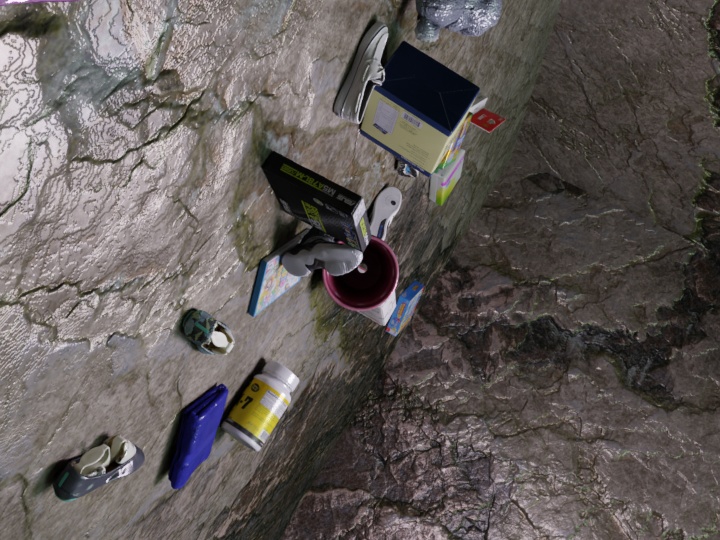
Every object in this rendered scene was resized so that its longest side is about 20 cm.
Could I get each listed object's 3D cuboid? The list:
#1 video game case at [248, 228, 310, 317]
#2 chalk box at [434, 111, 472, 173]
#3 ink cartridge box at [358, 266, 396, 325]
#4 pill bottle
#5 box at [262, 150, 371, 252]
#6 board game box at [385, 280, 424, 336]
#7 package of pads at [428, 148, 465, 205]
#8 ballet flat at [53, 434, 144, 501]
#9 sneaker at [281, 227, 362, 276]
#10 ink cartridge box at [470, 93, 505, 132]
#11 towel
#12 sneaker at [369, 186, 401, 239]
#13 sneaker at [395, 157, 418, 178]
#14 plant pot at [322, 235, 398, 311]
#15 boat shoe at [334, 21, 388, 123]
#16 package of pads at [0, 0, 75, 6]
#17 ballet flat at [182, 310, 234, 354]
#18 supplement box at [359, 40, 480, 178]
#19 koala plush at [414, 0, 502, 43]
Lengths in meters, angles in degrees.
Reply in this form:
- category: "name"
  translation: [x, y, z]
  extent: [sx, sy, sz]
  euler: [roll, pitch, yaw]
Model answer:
- category: "video game case"
  translation: [-0.174, 0.002, 1.538]
  extent: [0.200, 0.018, 0.144]
  euler: [-42, 155, -55]
- category: "chalk box"
  translation: [0.228, -0.384, 2.045]
  extent: [0.124, 0.124, 0.202]
  euler: [-40, 153, -57]
- category: "ink cartridge box"
  translation: [0.029, 0.080, 2.152]
  extent: [0.083, 0.145, 0.200]
  euler: [-57, 166, -15]
- category: "pill bottle"
  translation: [-0.243, 0.330, 1.710]
  extent: [0.201, 0.113, 0.115]
  euler: [-57, 165, -21]
- category: "box"
  translation: [-0.076, -0.123, 1.299]
  extent: [0.048, 0.191, 0.200]
  euler: [-61, 167, -13]
- category: "board game box"
  translation: [0.203, 0.171, 3.138]
  extent: [0.200, 0.055, 0.198]
  euler: [-39, 153, -58]
- category: "package of pads"
  translation: [0.314, -0.353, 2.531]
  extent: [0.155, 0.068, 0.200]
  euler: [-56, 166, -19]
- category: "ballet flat"
  translation: [-0.418, 0.314, 1.146]
  extent: [0.074, 0.073, 0.200]
  euler: [-65, 164, 14]
- category: "sneaker"
  translation: [-0.069, -0.050, 1.456]
  extent: [0.076, 0.198, 0.114]
  euler: [60, 42, -30]
- category: "ink cartridge box"
  translation: [0.364, -0.511, 2.186]
  extent: [0.200, 0.175, 0.045]
  euler: [-41, 156, -55]
- category: "towel"
  translation: [-0.355, 0.355, 1.504]
  extent: [0.148, 0.049, 0.202]
  euler: [-48, 161, -66]
- category: "sneaker"
  translation: [0.048, -0.143, 1.997]
  extent: [0.202, 0.072, 0.112]
  euler: [-65, -172, -28]
- category: "sneaker"
  translation: [0.136, -0.344, 1.943]
  extent: [0.200, 0.077, 0.091]
  euler: [89, 13, -69]
- category: "plant pot"
  translation: [0.000, 0.000, 1.850]
  extent: [0.202, 0.198, 0.179]
  euler: [-62, -178, 3]
- category: "boat shoe"
  translation: [0.016, -0.391, 1.383]
  extent: [0.202, 0.065, 0.072]
  euler: [-63, 166, 4]
- category: "package of pads"
  translation: [-0.259, -0.312, 0.523]
  extent: [0.120, 0.075, 0.202]
  euler: [-39, 153, -55]
- category: "ballet flat"
  translation: [-0.276, 0.130, 1.312]
  extent: [0.075, 0.074, 0.200]
  euler: [-60, 166, -9]
- category: "supplement box"
  translation: [0.124, -0.348, 1.524]
  extent: [0.135, 0.199, 0.200]
  euler: [-55, 176, -21]
- category: "koala plush"
  translation: [0.190, -0.580, 1.489]
  extent: [0.199, 0.183, 0.179]
  euler: [-26, 143, -48]
